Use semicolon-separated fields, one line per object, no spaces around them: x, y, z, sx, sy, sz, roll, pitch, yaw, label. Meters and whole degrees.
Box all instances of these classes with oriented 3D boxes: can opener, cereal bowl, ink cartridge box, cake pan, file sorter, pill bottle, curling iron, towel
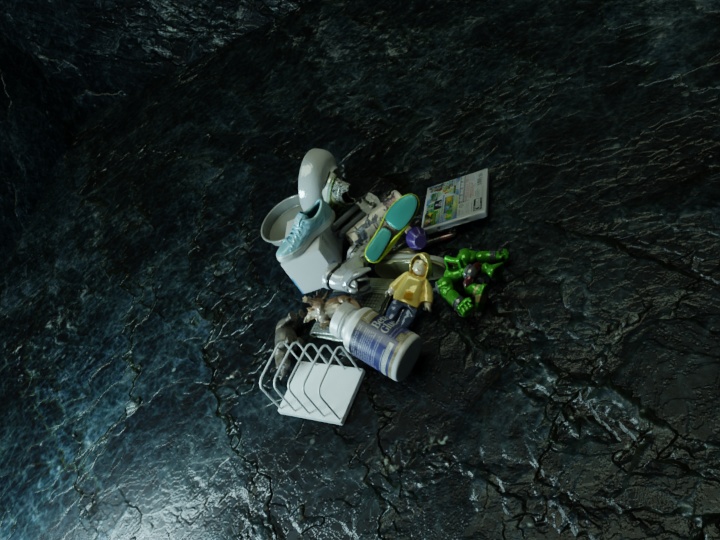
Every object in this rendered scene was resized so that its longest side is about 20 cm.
-0.012;-0.154;1.928;0.200;0.053;0.067;-44;-4;-38;can opener
-0.108;-0.259;2.020;0.081;0.202;0.203;7;53;20;cereal bowl
-0.131;-0.065;1.888;0.123;0.129;0.203;-19;41;20;ink cartridge box
-0.221;-0.154;2.117;0.196;0.037;0.203;-21;41;19;cake pan
-0.117;0.251;1.567;0.196;0.125;0.141;0;50;37;file sorter
0.030;0.152;1.516;0.197;0.112;0.112;28;67;25;pill bottle
0.163;-0.072;1.757;0.196;0.026;0.050;-25;31;16;curling iron
-0.014;0.099;1.722;0.196;0.035;0.195;0;49;40;towel

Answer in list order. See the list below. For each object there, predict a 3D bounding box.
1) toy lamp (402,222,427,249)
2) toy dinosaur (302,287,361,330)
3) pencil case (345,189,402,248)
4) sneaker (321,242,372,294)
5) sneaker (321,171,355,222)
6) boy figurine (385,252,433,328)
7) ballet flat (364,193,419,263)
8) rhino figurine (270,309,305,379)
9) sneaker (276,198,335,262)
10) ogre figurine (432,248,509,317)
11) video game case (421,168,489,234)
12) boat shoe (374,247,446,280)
0.130;-0.093;1.717;0.058;0.059;0.200;-36;16;0;toy lamp
-0.062;0.092;1.679;0.194;0.089;0.135;-2;8;15;toy dinosaur
0.045;-0.127;1.858;0.199;0.090;0.078;-42;73;-6;pencil case
0.000;0.000;1.733;0.113;0.077;0.199;20;39;33;sneaker
-0.057;-0.191;1.928;0.087;0.201;0.078;19;64;14;sneaker
0.121;0.055;1.588;0.123;0.064;0.204;27;88;28;boy figurine
0.080;-0.104;1.686;0.066;0.067;0.202;39;100;16;ballet flat
-0.189;0.195;1.723;0.087;0.059;0.203;-41;32;36;rhino figurine
-0.159;-0.113;1.788;0.200;0.082;0.073;-46;39;-12;sneaker
0.250;0.013;1.551;0.118;0.098;0.203;21;76;34;ogre figurine
0.251;-0.181;1.780;0.178;0.022;0.202;-16;35;24;video game case
0.130;-0.024;1.693;0.195;0.076;0.069;3;47;31;boat shoe
